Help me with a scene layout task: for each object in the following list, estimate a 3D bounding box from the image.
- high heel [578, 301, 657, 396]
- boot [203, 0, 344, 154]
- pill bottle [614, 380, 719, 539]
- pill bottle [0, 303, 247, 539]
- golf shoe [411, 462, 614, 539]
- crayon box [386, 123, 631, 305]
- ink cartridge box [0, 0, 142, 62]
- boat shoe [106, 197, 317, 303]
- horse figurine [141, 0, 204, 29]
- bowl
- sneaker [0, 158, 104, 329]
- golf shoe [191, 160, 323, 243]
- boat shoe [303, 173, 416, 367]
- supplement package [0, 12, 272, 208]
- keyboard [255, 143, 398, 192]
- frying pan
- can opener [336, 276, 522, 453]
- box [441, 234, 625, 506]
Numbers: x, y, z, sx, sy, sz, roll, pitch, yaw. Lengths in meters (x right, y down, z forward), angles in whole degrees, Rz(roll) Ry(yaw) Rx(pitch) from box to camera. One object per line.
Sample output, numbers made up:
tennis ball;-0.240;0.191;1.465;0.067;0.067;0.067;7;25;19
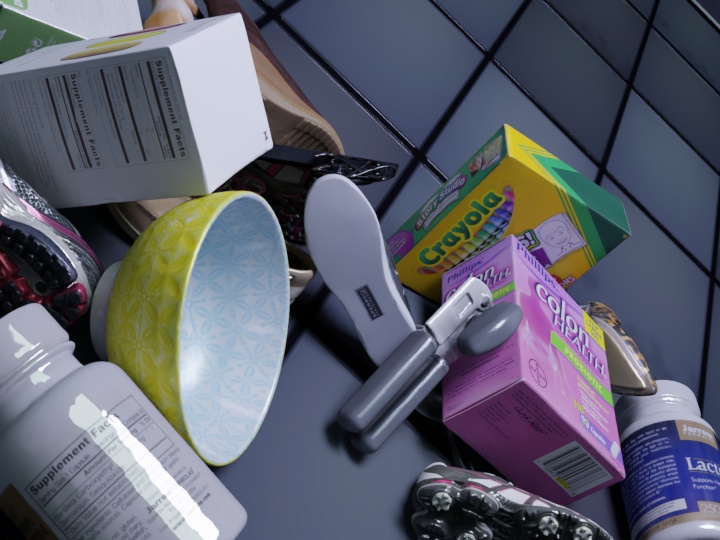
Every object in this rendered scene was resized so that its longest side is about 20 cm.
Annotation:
high heel;0.303;0.090;1.264;0.141;0.072;0.200;9;20;-36
boot;-0.090;-0.198;1.146;0.200;0.072;0.168;41;25;-46
pill bottle;0.333;0.224;1.167;0.115;0.116;0.202;27;38;-26
pill bottle;-0.177;0.125;0.707;0.200;0.114;0.114;48;34;3
golf shoe;0.141;0.218;0.963;0.197;0.078;0.088;22;18;-1
crayon box;0.151;-0.034;1.154;0.171;0.200;0.059;27;38;-25
ink cartridge box;-0.296;-0.236;0.995;0.198;0.059;0.105;16;43;-38
boat shoe;-0.129;-0.035;0.968;0.199;0.065;0.073;33;36;-20
horse figurine;-0.182;-0.229;1.085;0.133;0.049;0.202;60;18;-46
bowl;-0.138;0.038;0.826;0.106;0.203;0.201;6;30;17
sneaker;-0.274;-0.042;0.815;0.201;0.080;0.075;50;18;-8
golf shoe;-0.084;-0.089;1.068;0.198;0.073;0.093;16;42;-37
boat shoe;0.000;0.000;1.009;0.057;0.068;0.202;-95;164;-67
supplement package;-0.186;-0.121;0.852;0.114;0.197;0.111;-48;130;-57
keyboard;-0.047;-0.093;1.015;0.103;0.040;0.198;14;8;42
frying pan;0.070;0.124;1.063;0.114;0.031;0.192;27;36;-25
can opener;0.062;0.082;0.981;0.200;0.066;0.053;-42;117;-21
box;0.169;0.102;1.097;0.176;0.096;0.202;43;31;-29
